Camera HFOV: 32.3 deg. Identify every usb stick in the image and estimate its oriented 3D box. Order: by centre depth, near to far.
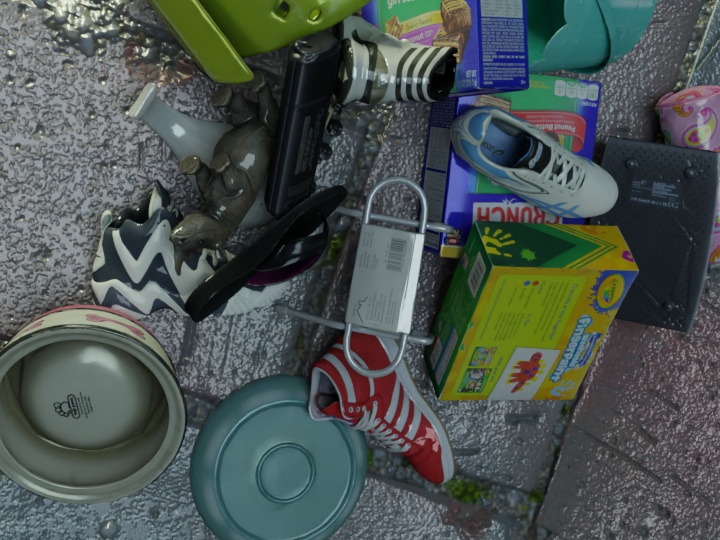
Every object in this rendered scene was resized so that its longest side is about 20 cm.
[{"bbox_3d":[-0.055,-0.132,1.148,0.055,0.033,0.201,-30,150,-35],"label":"usb stick"}]

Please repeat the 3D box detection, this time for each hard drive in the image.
[{"bbox_3d":[0.321,-0.042,1.372,0.133,0.042,0.203,10,106,19],"label":"hard drive"}]

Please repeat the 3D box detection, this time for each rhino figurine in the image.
[{"bbox_3d":[-0.127,-0.084,1.179,0.202,0.059,0.087,-66,149,-14],"label":"rhino figurine"}]

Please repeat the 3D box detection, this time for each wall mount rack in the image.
[{"bbox_3d":[0.000,0.000,1.263,0.171,0.075,0.203,10,94,5],"label":"wall mount rack"}]

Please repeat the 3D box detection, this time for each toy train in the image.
[{"bbox_3d":[-0.045,-0.142,1.262,0.045,0.034,0.202,29,76,-20],"label":"toy train"}]

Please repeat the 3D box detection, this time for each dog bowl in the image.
[{"bbox_3d":[-0.265,0.123,1.199,0.197,0.074,0.202,-3,118,-5],"label":"dog bowl"}]

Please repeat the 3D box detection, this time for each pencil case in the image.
[{"bbox_3d":[0.390,-0.106,1.403,0.086,0.087,0.202,-20,104,-14],"label":"pencil case"}]

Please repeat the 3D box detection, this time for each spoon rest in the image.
[{"bbox_3d":[-0.150,-0.119,1.245,0.199,0.060,0.100,37,86,-33],"label":"spoon rest"}]

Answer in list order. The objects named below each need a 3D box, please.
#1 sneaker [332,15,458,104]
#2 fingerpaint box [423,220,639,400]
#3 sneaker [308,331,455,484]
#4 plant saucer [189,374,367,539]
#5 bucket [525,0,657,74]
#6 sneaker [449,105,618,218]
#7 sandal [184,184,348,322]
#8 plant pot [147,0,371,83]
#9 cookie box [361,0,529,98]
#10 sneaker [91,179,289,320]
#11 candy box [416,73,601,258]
[{"bbox_3d":[0.029,-0.192,1.177,0.114,0.201,0.077,7,111,-9],"label":"sneaker"},{"bbox_3d":[0.175,0.045,1.309,0.165,0.074,0.201,1,133,-17],"label":"fingerpaint box"},{"bbox_3d":[0.018,0.160,1.310,0.112,0.071,0.202,-35,101,-34],"label":"sneaker"},{"bbox_3d":[-0.082,0.213,1.326,0.197,0.027,0.203,-3,99,-18],"label":"plant saucer"},{"bbox_3d":[0.191,-0.292,1.244,0.133,0.206,0.210,-5,100,-31],"label":"bucket"},{"bbox_3d":[0.182,-0.105,1.259,0.198,0.072,0.073,23,90,-20],"label":"sneaker"},{"bbox_3d":[-0.081,-0.008,1.200,0.200,0.075,0.048,-40,81,-20],"label":"sandal"},{"bbox_3d":[-0.116,-0.290,1.155,0.181,0.199,0.201,-39,108,-1],"label":"plant pot"},{"bbox_3d":[0.078,-0.272,1.218,0.075,0.170,0.203,-7,96,-39],"label":"cookie box"},{"bbox_3d":[-0.169,-0.027,1.232,0.196,0.080,0.131,-3,108,-7],"label":"sneaker"},{"bbox_3d":[0.157,-0.110,1.327,0.167,0.077,0.203,4,98,-19],"label":"candy box"}]
